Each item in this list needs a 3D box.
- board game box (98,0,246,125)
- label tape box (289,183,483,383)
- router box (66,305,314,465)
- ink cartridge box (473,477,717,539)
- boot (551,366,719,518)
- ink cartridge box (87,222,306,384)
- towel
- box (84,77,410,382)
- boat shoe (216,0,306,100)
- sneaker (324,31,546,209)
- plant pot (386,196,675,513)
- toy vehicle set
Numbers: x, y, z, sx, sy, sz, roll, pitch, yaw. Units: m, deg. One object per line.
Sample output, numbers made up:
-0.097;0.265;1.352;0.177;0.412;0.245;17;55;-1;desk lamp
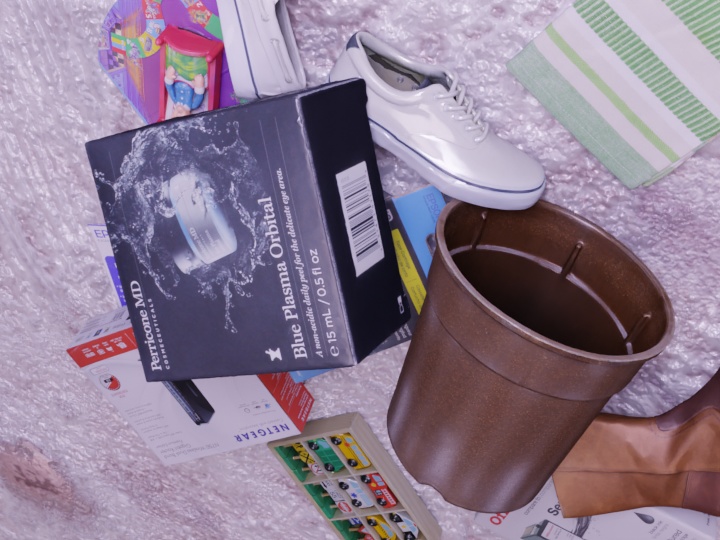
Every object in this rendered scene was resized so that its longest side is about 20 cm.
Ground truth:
-0.147;-0.150;0.878;0.156;0.039;0.201;-20;118;35;board game box
0.000;0.000;0.914;0.197;0.064;0.146;-20;120;10;label tape box
-0.174;0.108;1.039;0.197;0.049;0.181;-18;119;32;router box
0.230;0.228;1.001;0.197;0.085;0.147;26;133;2;ink cartridge box
0.259;0.125;0.882;0.196;0.068;0.192;-3;107;22;boot
-0.160;0.026;1.029;0.194;0.044;0.203;4;129;19;ink cartridge box
0.225;-0.158;0.727;0.152;0.024;0.199;41;133;-12;towel
-0.085;-0.029;0.789;0.196;0.117;0.201;-7;102;27;box
-0.078;-0.228;0.774;0.064;0.074;0.203;-3;132;6;boat shoe
0.063;-0.117;0.794;0.197;0.074;0.071;27;137;0;sneaker
0.119;0.075;0.820;0.197;0.201;0.201;24;123;2;plant pot
-0.005;0.251;1.161;0.123;0.027;0.201;-17;119;33;toy vehicle set
